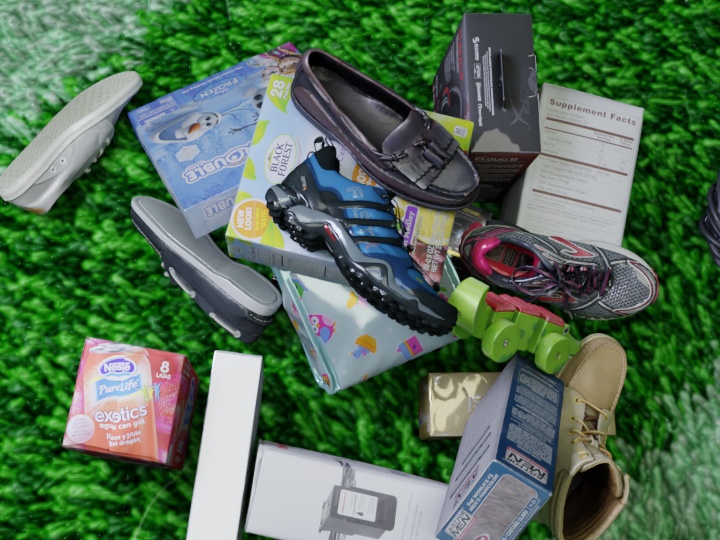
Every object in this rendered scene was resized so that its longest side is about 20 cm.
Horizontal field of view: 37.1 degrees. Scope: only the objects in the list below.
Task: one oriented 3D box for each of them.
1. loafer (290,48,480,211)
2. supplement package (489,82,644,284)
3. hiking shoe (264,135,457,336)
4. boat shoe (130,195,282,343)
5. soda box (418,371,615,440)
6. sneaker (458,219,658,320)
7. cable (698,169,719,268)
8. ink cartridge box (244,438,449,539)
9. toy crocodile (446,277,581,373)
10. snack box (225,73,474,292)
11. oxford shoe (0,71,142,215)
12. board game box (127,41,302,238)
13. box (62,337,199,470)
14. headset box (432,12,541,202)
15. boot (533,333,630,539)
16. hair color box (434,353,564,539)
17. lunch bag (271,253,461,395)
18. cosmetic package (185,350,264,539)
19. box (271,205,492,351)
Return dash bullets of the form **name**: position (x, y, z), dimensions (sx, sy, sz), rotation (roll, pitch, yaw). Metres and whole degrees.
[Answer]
- **loafer**: position (0.021, -0.124, 0.949), dimensions (0.200, 0.063, 0.072), rotation (35, 71, 8)
- **supplement package**: position (0.220, -0.079, 1.162), dimensions (0.117, 0.117, 0.201), rotation (13, 76, -2)
- **hiking shoe**: position (0.014, -0.028, 0.915), dimensions (0.200, 0.074, 0.087), rotation (40, 79, 6)
- **boat shoe**: position (-0.173, -0.001, 1.125), dimensions (0.200, 0.076, 0.060), rotation (41, 115, 18)
- **soda box**: position (0.163, 0.144, 1.136), dimensions (0.199, 0.064, 0.068), rotation (1, 78, -7)
- **sneaker**: position (0.194, 0.006, 1.048), dimensions (0.199, 0.075, 0.081), rotation (11, 99, -2)
- **cable**: position (0.477, -0.070, 1.231), dimensions (0.162, 0.051, 0.201), rotation (21, 79, 3)
- **ink cartridge box**: position (-0.012, 0.229, 1.054), dimensions (0.199, 0.145, 0.084), rotation (13, 82, -4)
- **toy crocodile**: position (0.145, 0.051, 1.007), dimensions (0.199, 0.067, 0.062), rotation (16, 102, -44)
- **snack box**: position (-0.009, -0.075, 1.000), dimensions (0.199, 0.068, 0.170), rotation (13, 72, 1)
- **oxford shoe**: position (-0.302, -0.136, 1.148), dimensions (0.200, 0.075, 0.058), rotation (-52, 127, -21)
- **board game box**: position (-0.119, -0.143, 1.118), dimensions (0.199, 0.044, 0.199), rotation (-27, 46, -11)
- **box**: position (-0.212, 0.133, 1.024), dimensions (0.095, 0.200, 0.100), rotation (10, 77, -3)
- **headset box**: position (0.130, -0.169, 1.129), dimensions (0.074, 0.200, 0.150), rotation (0, 79, -7)
- **boot**: position (0.218, 0.160, 1.026), dimensions (0.073, 0.155, 0.201), rotation (28, 88, -6)
- **hair color box**: position (0.132, 0.169, 0.984), dimensions (0.060, 0.200, 0.100), rotation (31, 116, 0)
- **lunch bag**: position (0.000, 0.000, 1.072), dimensions (0.170, 0.122, 0.201), rotation (-23, 89, -7)
- **cosmetic package**: position (-0.131, 0.189, 1.047), dimensions (0.051, 0.151, 0.201), rotation (8, 77, -5)
- **box**: position (0.023, -0.023, 1.163), dimensions (0.199, 0.049, 0.162), rotation (21, 79, -1)
